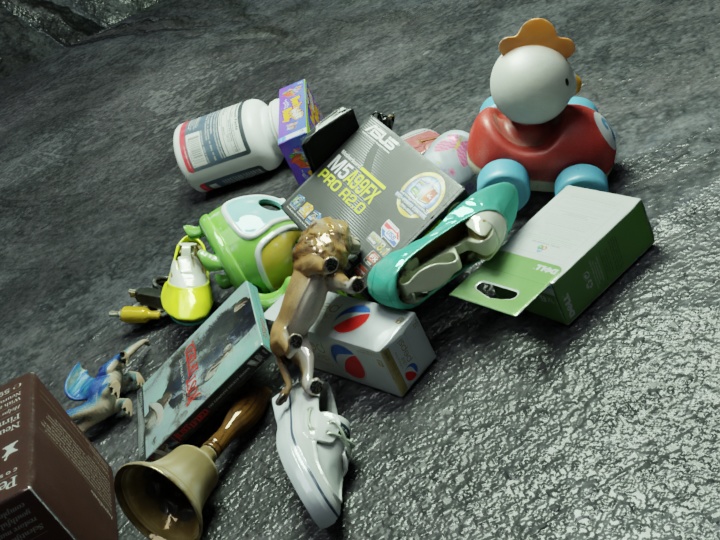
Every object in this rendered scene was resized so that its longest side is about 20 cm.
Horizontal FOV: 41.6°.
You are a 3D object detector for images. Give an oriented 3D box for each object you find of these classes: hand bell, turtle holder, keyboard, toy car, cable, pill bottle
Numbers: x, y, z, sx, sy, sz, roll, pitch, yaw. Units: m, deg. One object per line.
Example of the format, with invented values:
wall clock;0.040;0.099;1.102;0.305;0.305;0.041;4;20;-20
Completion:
hand bell;-0.151;0.183;0.986;0.104;0.104;0.200;-5;24;32
turtle holder;-0.129;-0.023;1.191;0.132;0.141;0.186;-31;18;-6
keyboard;0.002;-0.126;1.199;0.127;0.200;0.021;-34;48;-12
toy car;0.216;-0.194;1.102;0.176;0.200;0.185;4;41;6
cable;-0.243;0.052;1.290;0.200;0.050;0.097;12;29;30
pill bottle;-0.191;-0.211;1.546;0.200;0.120;0.120;-15;33;17

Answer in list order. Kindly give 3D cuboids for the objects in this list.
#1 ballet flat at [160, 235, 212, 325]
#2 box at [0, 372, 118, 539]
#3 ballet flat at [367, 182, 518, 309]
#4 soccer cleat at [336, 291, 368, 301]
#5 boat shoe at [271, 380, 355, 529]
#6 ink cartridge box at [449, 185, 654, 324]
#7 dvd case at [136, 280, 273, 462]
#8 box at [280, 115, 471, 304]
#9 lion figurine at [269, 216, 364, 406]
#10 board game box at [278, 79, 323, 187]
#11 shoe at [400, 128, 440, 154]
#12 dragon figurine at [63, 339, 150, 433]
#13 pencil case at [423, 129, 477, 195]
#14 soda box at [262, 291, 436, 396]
ballet flat;-0.228;0.005;1.250;0.067;0.067;0.200;-2;21;-7
box;-0.352;0.244;0.942;0.166;0.164;0.200;-28;31;-3
ballet flat;0.101;-0.020;0.991;0.200;0.067;0.070;-34;30;-12
soccer cleat;0.000;0.000;1.152;0.081;0.068;0.200;-17;32;-13
boat shoe;-0.041;0.163;0.916;0.067;0.074;0.200;-30;30;0
ink cartridge box;0.202;-0.004;0.998;0.200;0.059;0.104;-40;33;-21
dvd case;-0.182;0.117;1.080;0.200;0.022;0.146;-45;29;12
box;0.016;-0.072;1.089;0.160;0.044;0.200;-45;46;1
lion figurine;-0.057;0.037;0.987;0.200;0.072;0.122;-61;26;-5
board game box;-0.073;-0.180;1.396;0.045;0.135;0.200;-22;32;9
shoe;0.041;-0.131;1.297;0.200;0.072;0.091;-29;25;-13
dragon figurine;-0.325;0.146;1.172;0.099;0.059;0.200;-17;33;15
pencil case;0.091;-0.090;1.186;0.083;0.091;0.200;-37;11;51
soda box;-0.017;0.072;1.040;0.200;0.068;0.064;11;48;46
